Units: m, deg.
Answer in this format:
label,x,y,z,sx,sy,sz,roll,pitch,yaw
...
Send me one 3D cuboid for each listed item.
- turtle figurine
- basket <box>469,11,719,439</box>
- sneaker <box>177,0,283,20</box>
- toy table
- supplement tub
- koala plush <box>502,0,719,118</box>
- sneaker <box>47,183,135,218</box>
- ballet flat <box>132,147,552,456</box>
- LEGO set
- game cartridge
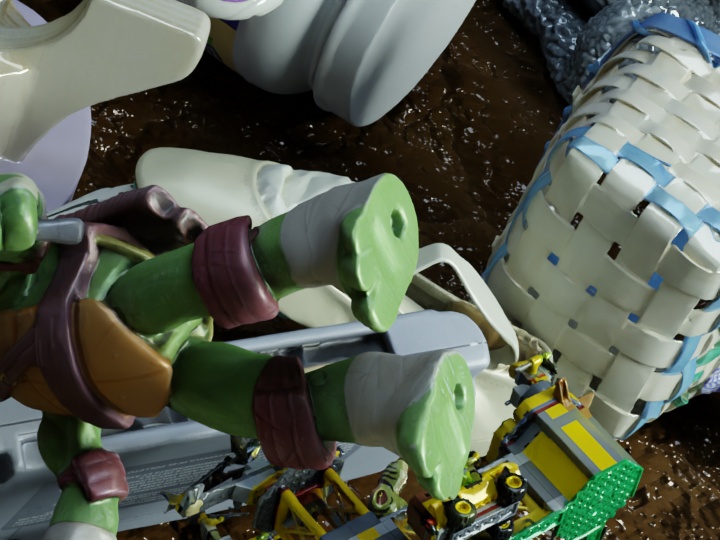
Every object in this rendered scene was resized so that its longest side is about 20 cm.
label,x,y,z,sx,sy,sz,roll,pitch,yaw
turtle figurine,-0.078,0.042,0.873,0.194,0.144,0.200,-6,-1,23
basket,0.145,-0.029,1.270,0.139,0.176,0.200,35,46,8
sneaker,-0.015,-0.195,1.231,0.081,0.083,0.200,27,69,10
toy table,-0.165,-0.092,1.207,0.184,0.117,0.200,14,40,-15
supplement tub,-0.048,-0.171,1.344,0.200,0.145,0.145,35,38,13
koala plush,0.171,-0.197,1.453,0.177,0.200,0.184,-8,48,-36
sneaker,-0.135,0.008,1.140,0.090,0.067,0.200,1,17,16
ballet flat,0.000,0.000,1.176,0.200,0.069,0.070,37,31,-26
LEGO set,0.002,0.099,1.031,0.154,0.200,0.116,-29,59,-24
game cartridge,-0.066,0.062,1.062,0.200,0.133,0.041,-9,70,-26
